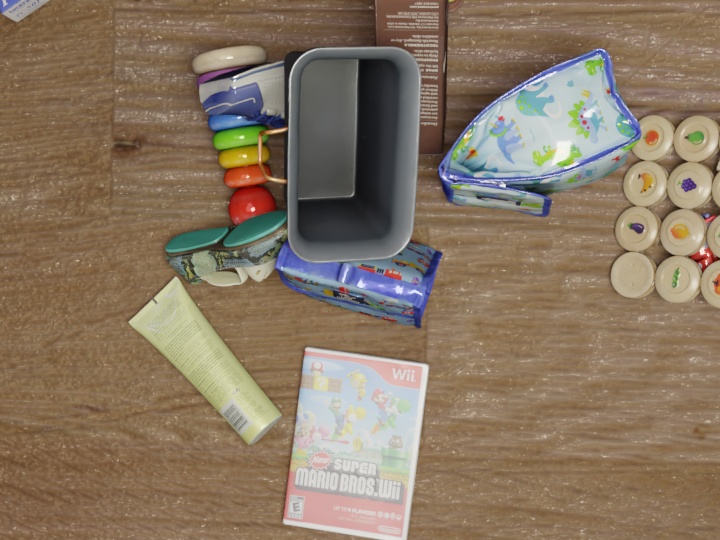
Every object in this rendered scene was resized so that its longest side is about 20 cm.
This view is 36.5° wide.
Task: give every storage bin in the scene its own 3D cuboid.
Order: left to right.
[{"bbox_3d":[-0.032,-0.124,1.058,0.144,0.134,0.202,-4,109,-15],"label":"storage bin"}]

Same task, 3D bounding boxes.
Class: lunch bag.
[{"bbox_3d":[0.000,0.000,1.130,0.149,0.200,0.095,16,91,6],"label":"lunch bag"},{"bbox_3d":[0.176,-0.125,1.128,0.199,0.170,0.128,-22,83,6],"label":"lunch bag"}]

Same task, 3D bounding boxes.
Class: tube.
[{"bbox_3d":[-0.170,0.105,1.228,0.200,0.052,0.058,47,53,7],"label":"tube"}]

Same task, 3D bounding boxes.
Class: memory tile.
[{"bbox_3d":[0.344,-0.065,1.151,0.152,0.017,0.202,8,90,38],"label":"memory tile"}]

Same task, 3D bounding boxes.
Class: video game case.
[{"bbox_3d":[-0.005,0.195,1.223,0.142,0.017,0.202,7,90,6],"label":"video game case"}]

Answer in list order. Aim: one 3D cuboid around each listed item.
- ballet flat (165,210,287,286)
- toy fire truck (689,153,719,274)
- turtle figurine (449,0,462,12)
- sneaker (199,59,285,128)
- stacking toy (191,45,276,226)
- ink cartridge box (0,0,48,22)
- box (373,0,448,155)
[{"bbox_3d":[-0.129,-0.019,1.177,0.199,0.074,0.075,-6,89,45],"label":"ballet flat"},{"bbox_3d":[0.426,-0.093,1.163,0.199,0.049,0.142,-27,86,7],"label":"toy fire truck"},{"bbox_3d":[0.074,-0.326,1.140,0.199,0.161,0.065,-19,71,4],"label":"turtle figurine"},{"bbox_3d":[-0.066,-0.168,1.165,0.080,0.198,0.116,2,105,49],"label":"sneaker"},{"bbox_3d":[-0.129,-0.143,1.211,0.085,0.085,0.202,-9,96,6],"label":"stacking toy"},{"bbox_3d":[-0.342,-0.380,1.243,0.199,0.044,0.094,-33,85,5],"label":"ink cartridge box"},{"bbox_3d":[0.054,-0.225,1.120,0.074,0.201,0.101,3,49,4],"label":"box"}]
